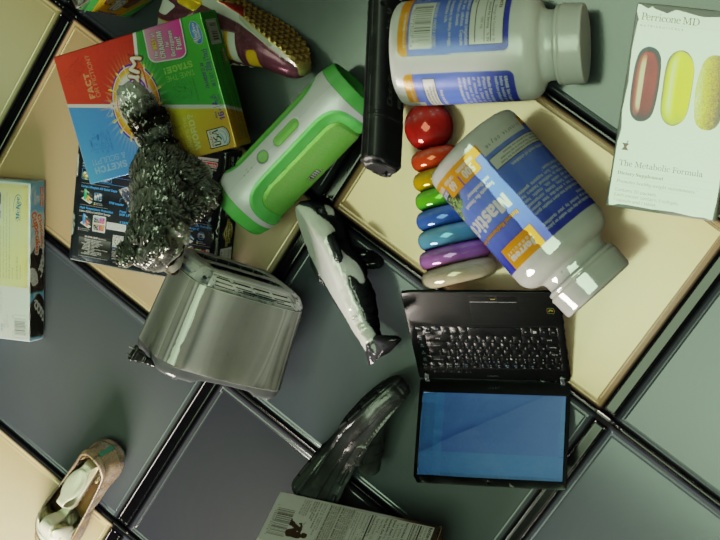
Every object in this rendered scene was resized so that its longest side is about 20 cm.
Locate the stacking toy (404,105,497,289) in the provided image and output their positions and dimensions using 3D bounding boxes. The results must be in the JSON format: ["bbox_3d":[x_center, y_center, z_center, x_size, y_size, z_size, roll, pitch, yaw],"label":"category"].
[{"bbox_3d":[0.087,-0.085,1.405,0.085,0.085,0.202,-14,88,20],"label":"stacking toy"}]

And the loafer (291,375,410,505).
[{"bbox_3d":[-0.001,0.203,1.478,0.070,0.068,0.201,39,113,1],"label":"loafer"}]

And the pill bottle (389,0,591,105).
[{"bbox_3d":[0.138,-0.233,1.347,0.198,0.112,0.113,0,97,18],"label":"pill bottle"}]

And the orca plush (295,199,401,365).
[{"bbox_3d":[0.000,0.000,1.444,0.071,0.106,0.201,-23,60,-17],"label":"orca plush"}]

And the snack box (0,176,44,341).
[{"bbox_3d":[-0.456,-0.017,1.613,0.115,0.037,0.202,6,99,17],"label":"snack box"}]

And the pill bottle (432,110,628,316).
[{"bbox_3d":[0.176,-0.055,1.306,0.112,0.112,0.200,-43,81,19],"label":"pill bottle"}]

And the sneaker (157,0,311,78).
[{"bbox_3d":[-0.145,-0.257,1.465,0.199,0.075,0.091,36,116,17],"label":"sneaker"}]

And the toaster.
[{"bbox_3d":[-0.161,0.058,1.453,0.113,0.199,0.130,33,103,55],"label":"toaster"}]

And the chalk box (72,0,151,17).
[{"bbox_3d":[-0.245,-0.395,1.448,0.199,0.124,0.125,-30,87,19],"label":"chalk box"}]

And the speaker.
[{"bbox_3d":[-0.071,-0.134,1.436,0.200,0.088,0.089,-45,83,13],"label":"speaker"}]

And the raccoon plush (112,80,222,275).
[{"bbox_3d":[-0.242,-0.089,1.384,0.096,0.134,0.201,-33,98,34],"label":"raccoon plush"}]

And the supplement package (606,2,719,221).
[{"bbox_3d":[0.322,-0.161,1.295,0.113,0.109,0.202,9,100,16],"label":"supplement package"}]

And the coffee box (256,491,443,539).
[{"bbox_3d":[-0.008,0.337,1.467,0.198,0.080,0.114,9,131,17],"label":"coffee box"}]

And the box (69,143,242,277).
[{"bbox_3d":[-0.246,-0.077,1.530,0.198,0.046,0.160,9,100,17],"label":"box"}]

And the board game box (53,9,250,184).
[{"bbox_3d":[-0.236,-0.194,1.453,0.198,0.040,0.154,-12,99,23],"label":"board game box"}]

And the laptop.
[{"bbox_3d":[0.134,0.128,1.396,0.176,0.104,0.201,0,128,18],"label":"laptop"}]

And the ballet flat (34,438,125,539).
[{"bbox_3d":[-0.368,0.294,1.610,0.068,0.067,0.201,35,107,11],"label":"ballet flat"}]

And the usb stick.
[{"bbox_3d":[0.025,-0.201,1.386,0.032,0.055,0.202,-10,71,41],"label":"usb stick"}]
